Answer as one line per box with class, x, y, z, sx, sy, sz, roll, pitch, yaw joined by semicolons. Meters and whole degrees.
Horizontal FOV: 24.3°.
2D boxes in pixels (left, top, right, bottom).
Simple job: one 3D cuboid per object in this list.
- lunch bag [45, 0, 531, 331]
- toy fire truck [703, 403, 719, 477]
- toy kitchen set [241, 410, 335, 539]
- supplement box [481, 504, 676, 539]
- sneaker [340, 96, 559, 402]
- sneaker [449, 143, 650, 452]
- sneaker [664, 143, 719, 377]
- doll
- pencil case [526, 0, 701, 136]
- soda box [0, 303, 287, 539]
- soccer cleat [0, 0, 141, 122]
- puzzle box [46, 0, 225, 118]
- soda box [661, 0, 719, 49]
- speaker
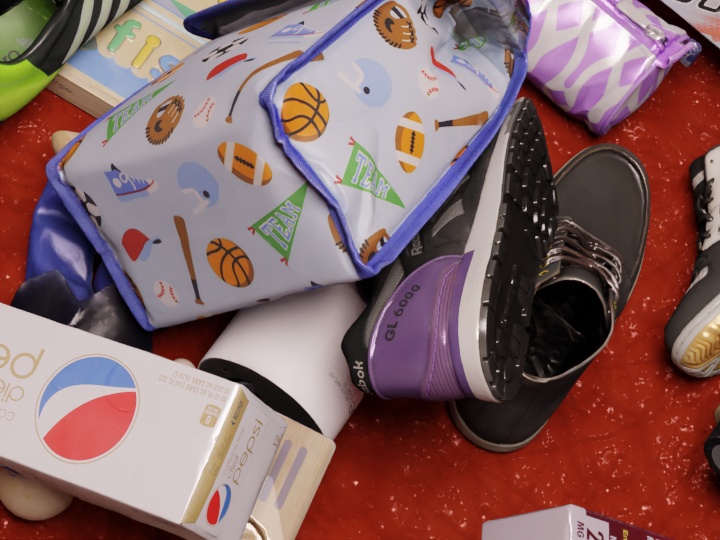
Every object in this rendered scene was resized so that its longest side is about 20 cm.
lunch bag;-0.026;-0.079;0.826;0.200;0.170;0.124;-45;114;-41
toy fire truck;0.304;0.126;0.891;0.129;0.176;0.200;-47;127;-26
toy kitchen set;0.005;0.180;0.766;0.200;0.163;0.181;26;64;-3
supplement box;0.146;0.190;0.809;0.200;0.061;0.109;22;61;-37
sneaker;0.041;-0.017;0.822;0.087;0.076;0.200;-5;37;22
sneaker;0.122;0.000;0.901;0.075;0.106;0.200;28;64;-2
sneaker;0.217;-0.024;0.965;0.088;0.076;0.200;33;60;18
doll;-0.149;0.030;0.852;0.136;0.048;0.200;9;69;-1
pencil case;0.100;-0.167;0.976;0.200;0.086;0.084;41;69;5
soda box;-0.139;0.063;0.770;0.200;0.064;0.068;17;74;23
soccer cleat;-0.151;-0.160;0.882;0.067;0.081;0.200;34;64;1
puzzle box;-0.136;-0.153;0.943;0.200;0.025;0.133;30;64;-1
soda box;0.186;-0.195;0.989;0.200;0.068;0.064;37;106;-9
speaker;0.000;0.000;0.884;0.081;0.081;0.200;35;63;2
